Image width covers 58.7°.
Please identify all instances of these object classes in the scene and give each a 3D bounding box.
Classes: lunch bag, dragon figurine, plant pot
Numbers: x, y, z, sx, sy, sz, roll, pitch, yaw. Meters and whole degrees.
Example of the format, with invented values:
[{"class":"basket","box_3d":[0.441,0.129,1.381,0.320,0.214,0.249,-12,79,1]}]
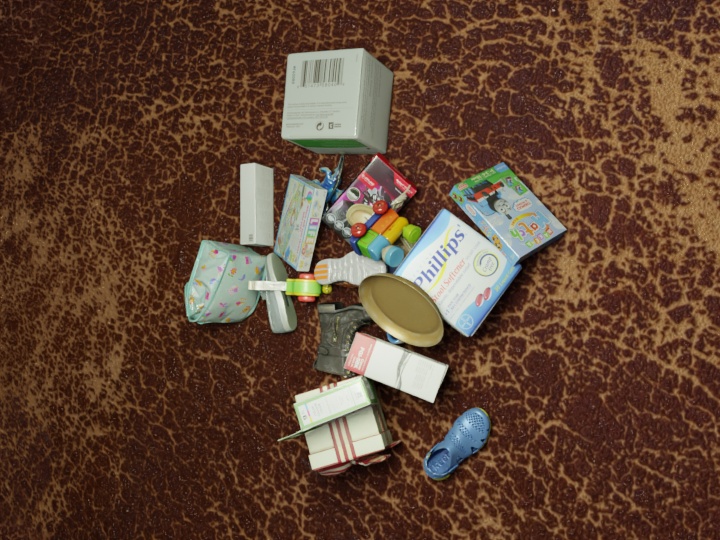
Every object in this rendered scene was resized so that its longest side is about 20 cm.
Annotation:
[{"class":"lunch bag","box_3d":[-0.336,0.038,1.592,0.122,0.170,0.200,26,101,30]},{"class":"dragon figurine","box_3d":[-0.067,-0.189,1.510,0.200,0.059,0.100,-41,61,43]},{"class":"plant pot","box_3d":[0.086,0.076,1.307,0.200,0.200,0.027,23,55,25]}]

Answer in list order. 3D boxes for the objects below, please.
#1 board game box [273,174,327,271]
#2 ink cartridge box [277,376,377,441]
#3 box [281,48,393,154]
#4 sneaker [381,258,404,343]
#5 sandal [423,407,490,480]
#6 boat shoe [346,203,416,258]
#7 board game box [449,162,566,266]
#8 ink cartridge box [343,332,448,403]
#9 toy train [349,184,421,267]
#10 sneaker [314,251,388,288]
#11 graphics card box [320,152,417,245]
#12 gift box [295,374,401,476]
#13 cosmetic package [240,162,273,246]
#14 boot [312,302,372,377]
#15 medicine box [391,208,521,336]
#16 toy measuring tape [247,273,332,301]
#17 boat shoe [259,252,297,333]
[{"class":"board game box","box_3d":[-0.146,-0.115,1.532,0.134,0.034,0.200,36,116,51]},{"class":"ink cartridge box","box_3d":[-0.072,0.278,1.294,0.200,0.104,0.059,-23,76,4]},{"class":"box","box_3d":[-0.051,-0.381,1.473,0.199,0.171,0.201,5,90,26]},{"class":"sneaker","box_3d":[0.085,0.070,1.410,0.074,0.082,0.201,0,106,29]},{"class":"sandal","box_3d":[0.201,0.376,1.363,0.079,0.087,0.200,40,103,24]},{"class":"boat shoe","box_3d":[0.054,-0.078,1.429,0.200,0.063,0.073,33,109,-2]},{"class":"board game box","box_3d":[0.301,-0.119,1.310,0.200,0.151,0.037,52,149,18]},{"class":"ink cartridge box","box_3d":[0.078,0.205,1.364,0.200,0.147,0.083,20,86,9]},{"class":"toy train","box_3d":[0.082,-0.098,1.345,0.116,0.085,0.200,31,69,35]},{"class":"sneaker","box_3d":[0.000,0.000,1.459,0.200,0.112,0.078,0,85,39]},{"class":"graphics card box","box_3d":[0.019,-0.154,1.468,0.125,0.051,0.200,41,107,-10]},{"class":"gift box","box_3d":[-0.021,0.343,1.424,0.184,0.200,0.187,-19,76,11]},{"class":"cosmetic package","box_3d":[-0.261,-0.163,1.615,0.051,0.082,0.201,-2,86,28]},{"class":"boot","box_3d":[-0.023,0.164,1.501,0.200,0.069,0.175,0,93,30]},{"class":"medicine box","box_3d":[0.194,0.006,1.326,0.200,0.103,0.182,37,90,3]},{"class":"toy measuring tape","box_3d":[-0.164,0.039,1.519,0.199,0.074,0.074,3,89,-13]},{"class":"boat shoe","box_3d":[-0.216,0.059,1.587,0.071,0.070,0.201,-16,83,20]}]
